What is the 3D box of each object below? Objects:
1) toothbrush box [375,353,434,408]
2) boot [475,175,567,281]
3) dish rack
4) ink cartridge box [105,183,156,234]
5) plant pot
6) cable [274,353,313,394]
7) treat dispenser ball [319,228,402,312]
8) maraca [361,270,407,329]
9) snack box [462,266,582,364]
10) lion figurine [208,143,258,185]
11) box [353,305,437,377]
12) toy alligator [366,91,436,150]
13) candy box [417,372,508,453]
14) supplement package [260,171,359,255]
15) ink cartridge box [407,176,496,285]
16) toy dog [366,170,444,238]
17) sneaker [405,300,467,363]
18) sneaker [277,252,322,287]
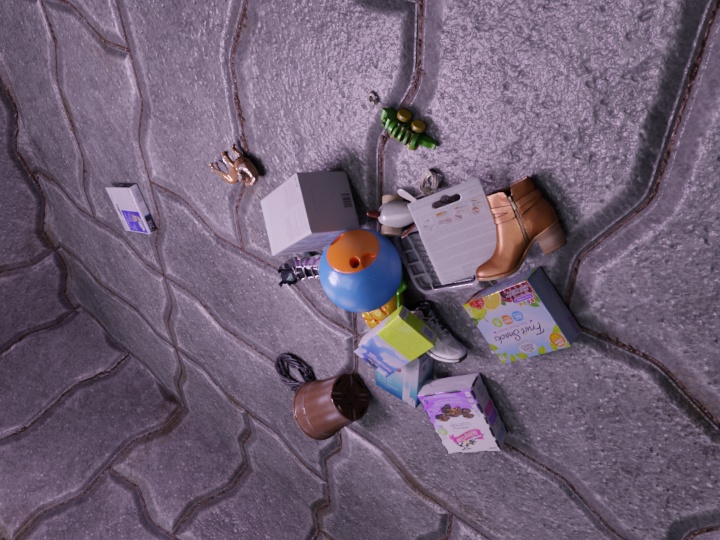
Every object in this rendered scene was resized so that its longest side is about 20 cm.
[{"bbox_3d":[0.122,0.260,1.644,0.146,0.085,0.201,26,135,29],"label":"toothbrush box"},{"bbox_3d":[0.285,-0.078,1.163,0.199,0.077,0.156,-29,101,29],"label":"boot"},{"bbox_3d":[0.182,-0.035,1.375,0.199,0.043,0.173,-12,110,50],"label":"dish rack"},{"bbox_3d":[-0.909,-0.246,2.345,0.199,0.043,0.199,8,125,40],"label":"ink cartridge box"},{"bbox_3d":[-0.087,0.432,1.929,0.201,0.200,0.198,54,135,-3],"label":"plant pot"},{"bbox_3d":[-0.241,0.367,2.150,0.164,0.051,0.200,55,146,5],"label":"cable"},{"bbox_3d":[0.000,0.000,1.421,0.200,0.201,0.202,27,136,29],"label":"treat dispenser ball"},{"bbox_3d":[0.063,0.071,1.540,0.137,0.106,0.201,41,124,39],"label":"maraca"},{"bbox_3d":[0.349,0.103,1.292,0.169,0.068,0.200,56,144,-4],"label":"snack box"},{"bbox_3d":[-0.367,-0.292,1.733,0.123,0.072,0.200,54,158,-15],"label":"lion figurine"},{"bbox_3d":[0.087,0.184,1.501,0.122,0.048,0.200,39,132,-9],"label":"box"},{"bbox_3d":[0.073,-0.310,1.256,0.200,0.054,0.059,40,141,15],"label":"toy alligator"},{"bbox_3d":[0.272,0.382,1.568,0.167,0.072,0.201,-18,107,37],"label":"candy box"},{"bbox_3d":[-0.130,-0.142,1.493,0.199,0.150,0.153,-23,78,52],"label":"supplement package"},{"bbox_3d":[0.208,-0.083,1.240,0.161,0.050,0.201,-19,108,20],"label":"ink cartridge box"},{"bbox_3d":[0.090,-0.131,1.310,0.200,0.096,0.133,-33,65,51],"label":"toy dog"},{"bbox_3d":[0.182,0.150,1.497,0.200,0.076,0.116,28,139,32],"label":"sneaker"},{"bbox_3d":[-0.168,0.010,1.670,0.199,0.139,0.078,10,126,57],"label":"sneaker"}]
